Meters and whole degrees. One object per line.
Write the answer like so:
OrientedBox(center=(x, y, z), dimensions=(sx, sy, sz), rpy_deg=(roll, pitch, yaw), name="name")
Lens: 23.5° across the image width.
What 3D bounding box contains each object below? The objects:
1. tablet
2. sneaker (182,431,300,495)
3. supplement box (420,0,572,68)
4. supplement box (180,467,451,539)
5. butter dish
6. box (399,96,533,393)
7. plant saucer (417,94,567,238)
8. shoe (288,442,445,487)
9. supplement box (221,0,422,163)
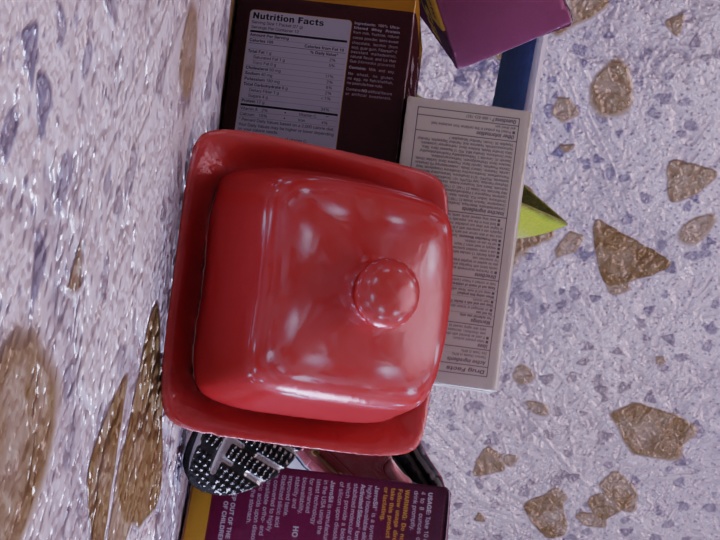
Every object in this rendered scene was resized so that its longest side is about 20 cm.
OrientedBox(center=(0.141, -0.197, 1.472), dimensions=(0.130, 0.014, 0.202), rpy_deg=(158, -57, -79), name="tablet")
OrientedBox(center=(-0.064, 0.078, 1.277), dimensions=(0.201, 0.074, 0.080), rpy_deg=(-53, -153, -13), name="sneaker")
OrientedBox(center=(0.079, -0.269, 1.384), dimensions=(0.200, 0.102, 0.132), rpy_deg=(-115, -176, -59), name="supplement box")
OrientedBox(center=(-0.033, 0.222, 1.333), dimensions=(0.131, 0.198, 0.104), rpy_deg=(87, 10, -65), name="supplement box")
OrientedBox(center=(-0.011, 0.015, 1.110), dimensions=(0.148, 0.198, 0.202), rpy_deg=(-4, -103, 65), name="butter dish")
OrientedBox(center=(0.067, -0.019, 1.247), dimensions=(0.078, 0.094, 0.202), rpy_deg=(-37, 136, -85), name="box")
OrientedBox(center=(0.075, -0.095, 1.527), dimensions=(0.048, 0.200, 0.200), rpy_deg=(-51, 162, 9), name="plant saucer")
OrientedBox(center=(-0.017, 0.136, 1.436), dimensions=(0.091, 0.200, 0.071), rpy_deg=(-43, 173, 28), name="shoe")
OrientedBox(center=(-0.029, -0.106, 1.337), dimensions=(0.197, 0.131, 0.202), rpy_deg=(65, 32, -83), name="supplement box")
